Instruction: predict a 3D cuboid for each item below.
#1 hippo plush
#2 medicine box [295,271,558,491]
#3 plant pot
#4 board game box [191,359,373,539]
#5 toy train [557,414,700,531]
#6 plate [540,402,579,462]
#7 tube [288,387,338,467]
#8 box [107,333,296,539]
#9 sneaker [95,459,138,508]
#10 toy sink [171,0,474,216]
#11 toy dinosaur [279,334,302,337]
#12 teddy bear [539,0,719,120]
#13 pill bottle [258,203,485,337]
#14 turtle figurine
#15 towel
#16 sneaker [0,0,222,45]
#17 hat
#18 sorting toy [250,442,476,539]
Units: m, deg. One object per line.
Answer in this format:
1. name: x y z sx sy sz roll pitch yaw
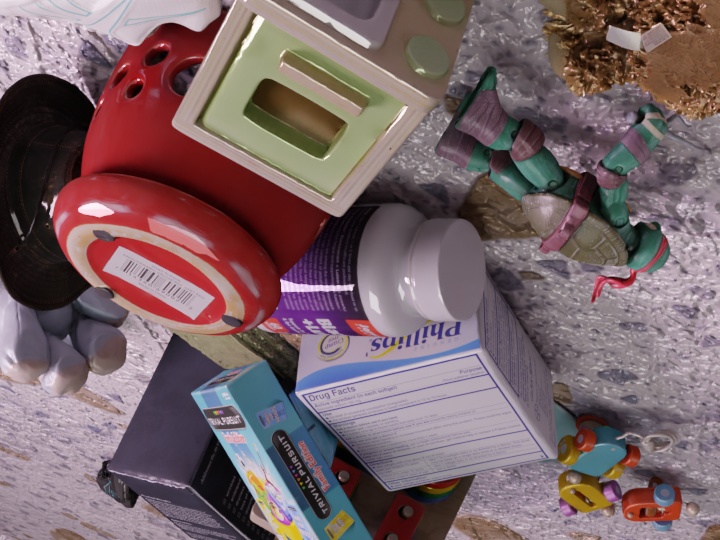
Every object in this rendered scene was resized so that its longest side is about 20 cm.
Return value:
1. hippo plush: -0.378 0.067 1.195 0.200 0.160 0.161 34 148 -22
2. medicine box: 0.067 0.106 0.976 0.181 0.103 0.200 -16 136 22
3. plant pot: -0.117 -0.065 0.784 0.199 0.183 0.201 15 148 9
4. board game box: -0.078 0.188 0.993 0.201 0.047 0.151 59 157 -3
5. toy train: 0.283 0.211 1.113 0.149 0.056 0.201 -7 137 12
6. plate: 0.150 0.175 1.164 0.199 0.026 0.201 17 151 10
7. tube: -0.035 0.125 1.035 0.050 0.200 0.078 -32 97 10
8. box: -0.163 0.199 1.231 0.123 0.201 0.197 5 147 28
9. sneaker: -0.426 0.365 1.811 0.079 0.076 0.200 23 151 1
10. toy sink: -0.014 -0.143 0.627 0.130 0.112 0.200 28 142 -13
11. toy dinosaur: -0.095 0.037 1.062 0.106 0.061 0.200 4 168 20
12. teddy bear: 0.189 -0.140 0.588 0.199 0.067 0.145 2 136 43
13. pill bottle: 0.000 0.000 0.881 0.199 0.112 0.112 0 144 34
14. turtle figurine: 0.152 -0.057 0.710 0.199 0.101 0.150 30 150 -4
15. towel: -0.148 0.043 0.981 0.200 0.037 0.148 39 158 -29
16. sneaker: -0.187 -0.192 0.729 0.199 0.071 0.080 4 148 27
17. hat: -0.229 -0.061 0.862 0.080 0.202 0.201 5 147 19
18. sorting toy: 0.014 0.229 1.146 0.199 0.199 0.070 27 141 10
